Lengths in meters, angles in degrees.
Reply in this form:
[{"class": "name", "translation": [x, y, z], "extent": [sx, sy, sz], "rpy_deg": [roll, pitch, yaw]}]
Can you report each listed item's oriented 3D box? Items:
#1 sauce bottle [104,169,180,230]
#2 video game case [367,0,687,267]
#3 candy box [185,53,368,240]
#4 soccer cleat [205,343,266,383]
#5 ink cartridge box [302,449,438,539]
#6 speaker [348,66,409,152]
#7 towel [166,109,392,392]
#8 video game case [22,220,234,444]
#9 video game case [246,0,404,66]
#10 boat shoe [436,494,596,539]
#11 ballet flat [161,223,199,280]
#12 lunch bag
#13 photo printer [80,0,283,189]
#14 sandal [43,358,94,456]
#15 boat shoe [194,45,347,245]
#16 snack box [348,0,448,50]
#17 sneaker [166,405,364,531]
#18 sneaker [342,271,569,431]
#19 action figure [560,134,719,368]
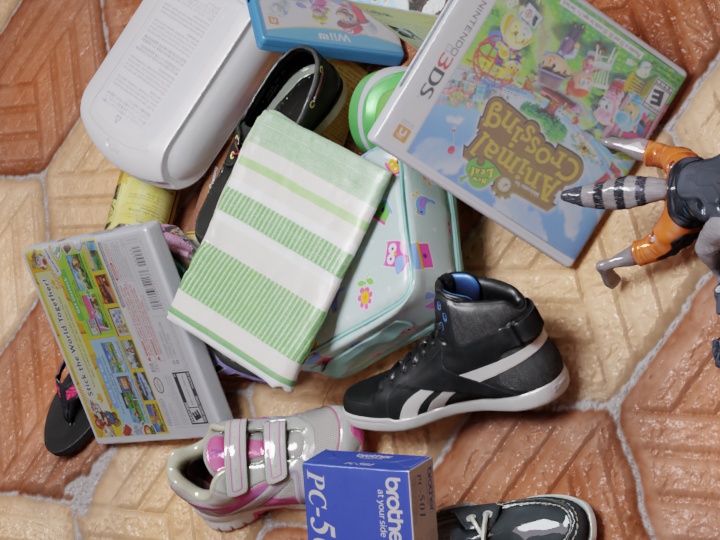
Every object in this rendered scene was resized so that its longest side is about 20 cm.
[{"class": "sauce bottle", "translation": [-0.217, -0.036, 1.704], "extent": [0.066, 0.066, 0.202], "rpy_deg": [-10, 56, 37]}, {"class": "video game case", "translation": [0.132, -0.129, 1.381], "extent": [0.183, 0.199, 0.022], "rpy_deg": [-58, 19, 2]}, {"class": "candy box", "translation": [-0.079, -0.106, 1.640], "extent": [0.116, 0.056, 0.202], "rpy_deg": [9, 75, 43]}, {"class": "soccer cleat", "translation": [-0.130, 0.066, 1.608], "extent": [0.198, 0.074, 0.068], "rpy_deg": [19, 52, 28]}, {"class": "ink cartridge box", "translation": [0.012, 0.240, 1.336], "extent": [0.093, 0.044, 0.202], "rpy_deg": [1, 100, 29]}, {"class": "speaker", "translation": [0.085, -0.127, 1.489], "extent": [0.199, 0.088, 0.089], "rpy_deg": [8, 76, 42]}, {"class": "towel", "translation": [-0.069, -0.018, 1.469], "extent": [0.152, 0.023, 0.202], "rpy_deg": [29, 97, 33]}, {"class": "video game case", "translation": [-0.212, 0.061, 1.604], "extent": [0.181, 0.023, 0.202], "rpy_deg": [-8, 107, 42]}, {"class": "video game case", "translation": [-0.045, -0.276, 1.638], "extent": [0.018, 0.142, 0.202], "rpy_deg": [-56, 38, 46]}, {"class": "boat shoe", "translation": [0.085, 0.214, 1.346], "extent": [0.199, 0.060, 0.076], "rpy_deg": [-26, 57, 30]}, {"class": "ballet flat", "translation": [-0.130, 0.007, 1.571], "extent": [0.071, 0.070, 0.199], "rpy_deg": [-28, 43, -30]}, {"class": "lunch bag", "translation": [0.000, 0.000, 1.489], "extent": [0.199, 0.077, 0.162], "rpy_deg": [-31, 59, 44]}, {"class": "photo printer", "translation": [-0.172, -0.180, 1.666], "extent": [0.166, 0.069, 0.201], "rpy_deg": [34, 91, 43]}, {"class": "sandal", "translation": [-0.257, 0.085, 1.709], "extent": [0.075, 0.045, 0.201], "rpy_deg": [35, 94, 44]}, {"class": "boat shoe", "translation": [-0.089, -0.106, 1.549], "extent": [0.073, 0.063, 0.202], "rpy_deg": [27, 80, 37]}, {"class": "snack box", "translation": [0.090, -0.205, 1.486], "extent": [0.199, 0.116, 0.037], "rpy_deg": [20, 82, 49]}, {"class": "sneaker", "translation": [-0.085, 0.164, 1.496], "extent": [0.199, 0.088, 0.082], "rpy_deg": [-26, 55, 29]}, {"class": "sneaker", "translation": [0.061, 0.057, 1.398], "extent": [0.198, 0.113, 0.073], "rpy_deg": [-12, 22, 29]}, {"class": "action figure", "translation": [0.247, -0.029, 1.297], "extent": [0.192, 0.104, 0.202], "rpy_deg": [-6, 66, 47]}]
